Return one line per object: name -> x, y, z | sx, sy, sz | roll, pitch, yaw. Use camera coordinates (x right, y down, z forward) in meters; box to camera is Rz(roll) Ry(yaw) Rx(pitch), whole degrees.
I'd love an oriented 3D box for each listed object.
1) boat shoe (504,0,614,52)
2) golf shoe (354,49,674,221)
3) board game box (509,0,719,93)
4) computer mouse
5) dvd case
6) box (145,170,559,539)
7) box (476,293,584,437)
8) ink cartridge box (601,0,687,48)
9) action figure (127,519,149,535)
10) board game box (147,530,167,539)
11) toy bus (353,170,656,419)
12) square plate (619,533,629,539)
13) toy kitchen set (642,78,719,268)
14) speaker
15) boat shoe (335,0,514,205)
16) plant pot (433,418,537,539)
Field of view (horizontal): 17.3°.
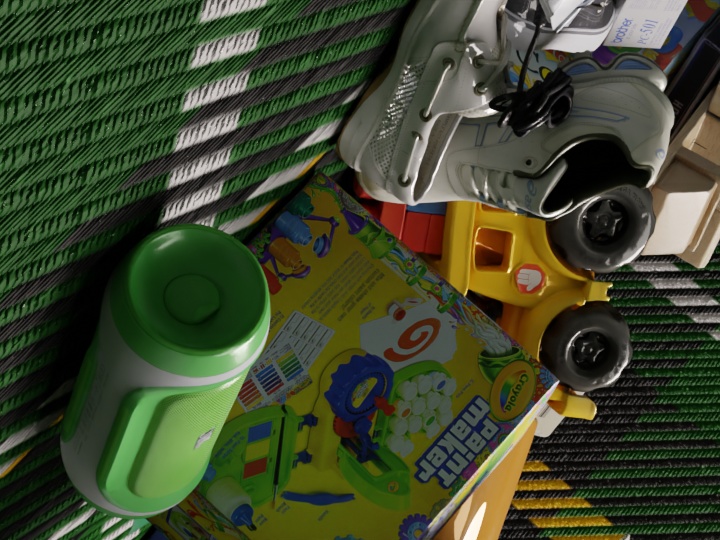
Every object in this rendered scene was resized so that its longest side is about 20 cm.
boat shoe -> 0.122, -0.179, 1.444 | 0.066, 0.070, 0.200 | -51, 164, 22
golf shoe -> 0.087, -0.068, 1.401 | 0.198, 0.079, 0.098 | -15, -141, 17
board game box -> 0.171, -0.150, 1.676 | 0.103, 0.105, 0.200 | -48, 171, -16
computer mouse -> 0.124, -0.169, 1.316 | 0.110, 0.044, 0.202 | -2, 109, -75
dvd case -> 0.238, -0.127, 1.685 | 0.150, 0.025, 0.200 | -47, 171, -43
box -> -0.025, 0.090, 1.402 | 0.200, 0.192, 0.122 | -45, 171, -23
box -> 0.098, 0.025, 1.760 | 0.069, 0.082, 0.201 | -54, -145, 29
ink cartridge box -> 0.192, -0.228, 1.486 | 0.200, 0.044, 0.095 | 112, -21, -65
action figure -> -0.087, 0.091, 1.563 | 0.118, 0.055, 0.200 | -39, 171, -43
board game box -> -0.181, 0.277, 1.938 | 0.200, 0.043, 0.199 | -50, 171, 1
toy bus -> 0.080, -0.013, 1.537 | 0.136, 0.190, 0.202 | -127, -139, -66
square plate -> 0.069, 0.258, 1.428 | 0.200, 0.028, 0.198 | -39, 173, -36
toy kitchen set -> 0.291, -0.046, 1.571 | 0.163, 0.180, 0.201 | -47, 163, -42
speaker -> -0.103, 0.056, 1.218 | 0.088, 0.088, 0.200 | -44, 170, -31
boat shoe -> 0.058, -0.117, 1.340 | 0.071, 0.069, 0.200 | -36, 163, -45
plant pot -> 0.018, 0.144, 1.558 | 0.184, 0.199, 0.200 | -59, 171, 3
